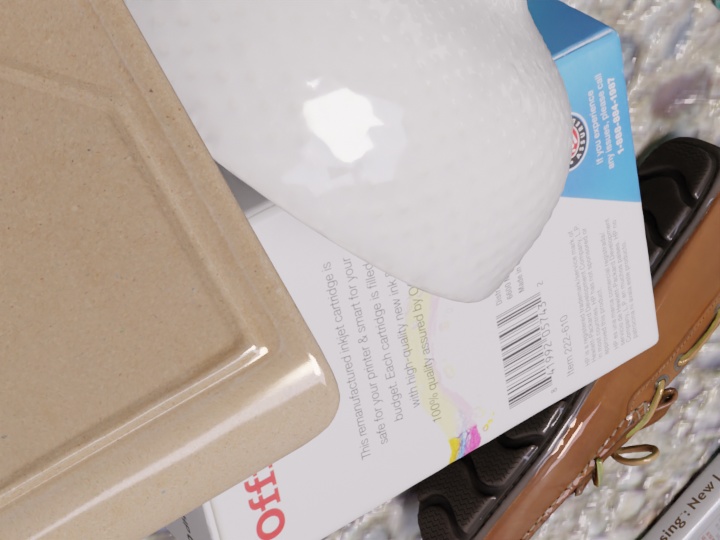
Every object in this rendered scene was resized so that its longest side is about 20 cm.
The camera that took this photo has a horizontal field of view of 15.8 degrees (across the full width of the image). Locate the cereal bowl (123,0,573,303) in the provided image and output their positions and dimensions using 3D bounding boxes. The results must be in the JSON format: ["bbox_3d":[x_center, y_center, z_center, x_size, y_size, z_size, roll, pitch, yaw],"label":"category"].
[{"bbox_3d":[-0.011,-0.084,0.773,0.200,0.200,0.083,27,109,-43],"label":"cereal bowl"}]

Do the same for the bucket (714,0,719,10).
[{"bbox_3d":[0.232,-0.156,0.991,0.207,0.135,0.208,-18,124,-29],"label":"bucket"}]

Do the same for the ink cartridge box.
[{"bbox_3d":[0.000,0.000,0.936,0.200,0.085,0.145,-29,128,-23],"label":"ink cartridge box"}]

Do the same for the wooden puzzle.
[{"bbox_3d":[-0.129,-0.002,0.677,0.185,0.037,0.200,-30,97,-2],"label":"wooden puzzle"}]

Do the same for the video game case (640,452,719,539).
[{"bbox_3d":[0.166,0.189,1.213,0.182,0.022,0.200,-47,134,-6],"label":"video game case"}]

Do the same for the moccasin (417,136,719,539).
[{"bbox_3d":[0.098,0.042,1.050,0.078,0.074,0.202,43,76,-35],"label":"moccasin"}]
